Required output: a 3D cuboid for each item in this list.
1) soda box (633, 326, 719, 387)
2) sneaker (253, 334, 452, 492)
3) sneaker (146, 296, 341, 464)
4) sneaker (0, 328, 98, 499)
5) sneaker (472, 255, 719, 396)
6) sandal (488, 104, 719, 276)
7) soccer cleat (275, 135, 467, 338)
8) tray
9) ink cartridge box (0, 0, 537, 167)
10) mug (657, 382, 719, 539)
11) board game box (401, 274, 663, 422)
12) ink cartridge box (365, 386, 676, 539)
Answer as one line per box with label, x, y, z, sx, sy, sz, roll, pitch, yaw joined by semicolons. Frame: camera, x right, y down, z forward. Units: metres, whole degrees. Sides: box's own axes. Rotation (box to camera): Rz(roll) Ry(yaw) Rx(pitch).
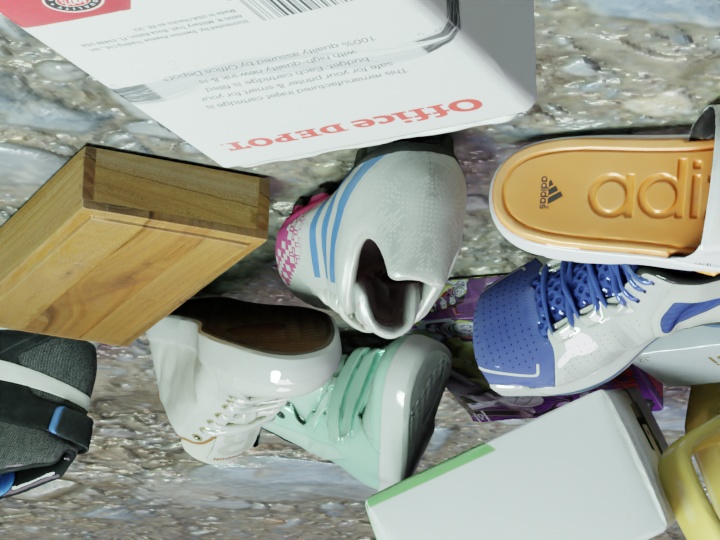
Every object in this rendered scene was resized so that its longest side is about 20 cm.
soda box;0.238;0.012;1.421;0.199;0.064;0.068;-8;160;26
sneaker;-0.016;0.070;1.552;0.118;0.074;0.201;25;161;5
sneaker;-0.058;0.063;1.461;0.072;0.085;0.200;-8;-174;-20
sneaker;-0.250;0.078;1.564;0.199;0.113;0.073;0;160;4
sneaker;0.139;-0.006;1.371;0.198;0.081;0.115;-15;152;22
sandal;0.155;-0.036;1.261;0.205;0.080;0.059;-2;164;15
soccer cleat;0.000;0.000;1.362;0.069;0.087;0.200;6;161;-13
tray;-0.131;-0.008;1.426;0.098;0.037;0.200;10;160;-23
ink cartridge box;-0.037;-0.118;1.028;0.144;0.084;0.200;-9;158;24
mug;0.249;0.106;1.498;0.149;0.154;0.187;-30;166;9
board game box;0.099;0.046;1.584;0.119;0.032;0.200;-9;159;15
ink cartridge box;0.097;0.129;1.516;0.145;0.085;0.200;-25;174;8
